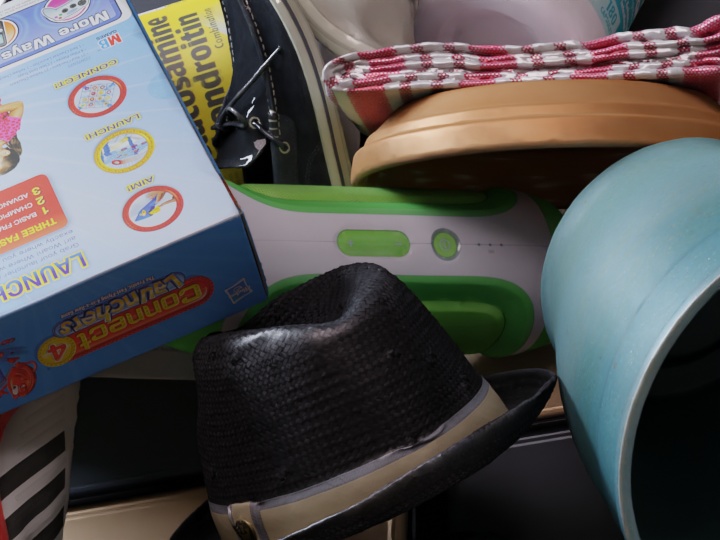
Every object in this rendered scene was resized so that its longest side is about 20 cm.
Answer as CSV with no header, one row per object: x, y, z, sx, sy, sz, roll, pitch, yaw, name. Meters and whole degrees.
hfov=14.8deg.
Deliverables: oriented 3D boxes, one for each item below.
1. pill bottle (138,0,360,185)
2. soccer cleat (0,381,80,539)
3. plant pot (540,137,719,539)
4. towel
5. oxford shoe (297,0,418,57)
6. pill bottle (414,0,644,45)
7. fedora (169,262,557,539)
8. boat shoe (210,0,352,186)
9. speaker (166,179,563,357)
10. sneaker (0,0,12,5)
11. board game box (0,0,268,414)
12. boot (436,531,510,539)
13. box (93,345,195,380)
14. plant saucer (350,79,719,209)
-0.108,-0.082,1.488,0.199,0.112,0.112,-18,38,-5,pill bottle
-0.159,0.085,1.234,0.068,0.085,0.201,-2,55,14,soccer cleat
0.169,0.034,1.199,0.200,0.201,0.188,-24,28,-8,plant pot
0.086,-0.092,1.361,0.199,0.146,0.030,-2,82,6,towel
0.000,-0.166,1.458,0.058,0.075,0.200,-51,24,26,oxford shoe
0.110,-0.177,1.526,0.110,0.111,0.200,6,45,27,pill bottle
-0.015,0.053,1.196,0.200,0.092,0.201,-25,7,3,fedora
-0.046,-0.071,1.402,0.062,0.201,0.075,-16,5,-13,boat shoe
0.000,0.000,1.317,0.199,0.089,0.088,1,31,-27,speaker
-0.214,-0.070,1.386,0.200,0.076,0.092,-38,9,-27,sneaker
-0.167,-0.028,1.237,0.199,0.056,0.196,-23,46,-6,board game box
-0.045,0.163,1.207,0.168,0.077,0.200,25,61,36,boot
-0.168,0.016,1.386,0.200,0.041,0.156,15,5,34,box
0.094,-0.061,1.345,0.199,0.200,0.038,-4,83,17,plant saucer
